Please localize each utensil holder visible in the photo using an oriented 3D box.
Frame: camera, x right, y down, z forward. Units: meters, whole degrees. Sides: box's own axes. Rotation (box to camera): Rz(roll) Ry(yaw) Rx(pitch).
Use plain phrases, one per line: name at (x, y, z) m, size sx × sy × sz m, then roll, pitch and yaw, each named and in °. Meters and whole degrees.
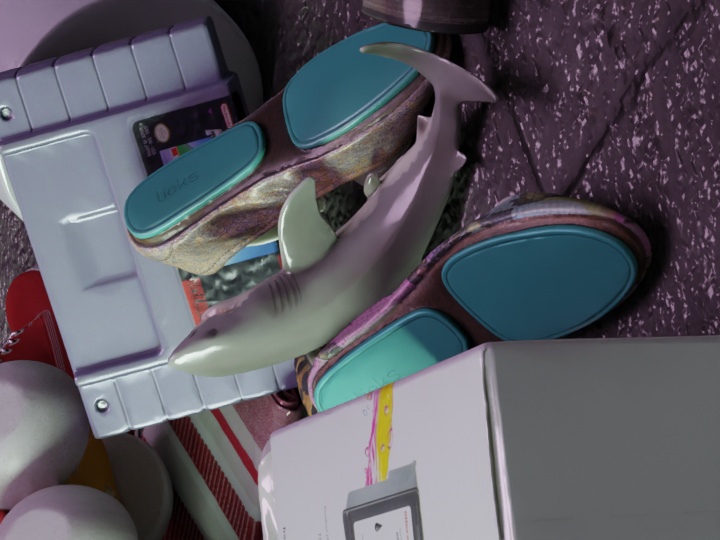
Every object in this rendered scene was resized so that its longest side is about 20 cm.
utensil holder at (-0.166, -0.120, 1.670) m, size 0.200 × 0.170 × 0.170 m, roll 43°, pitch 129°, yaw 53°

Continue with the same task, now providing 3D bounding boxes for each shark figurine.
shark figurine at (0.019, -0.012, 1.422) m, size 0.214 × 0.128 × 0.090 m, roll -51°, pitch 57°, yaw 23°

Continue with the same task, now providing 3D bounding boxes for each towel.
towel at (-0.083, 0.111, 1.682) m, size 0.144 × 0.023 × 0.200 m, roll 55°, pitch 140°, yaw 45°

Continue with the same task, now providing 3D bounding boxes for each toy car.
toy car at (-0.178, 0.159, 1.632) m, size 0.200 × 0.150 × 0.175 m, roll 65°, pitch -172°, yaw 32°

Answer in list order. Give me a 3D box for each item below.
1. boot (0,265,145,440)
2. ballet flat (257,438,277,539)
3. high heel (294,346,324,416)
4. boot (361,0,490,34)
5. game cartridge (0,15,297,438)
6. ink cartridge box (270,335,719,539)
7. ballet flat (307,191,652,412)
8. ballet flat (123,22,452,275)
boot at (-0.217, 0.058, 1.810) m, size 0.200 × 0.144 × 0.072 m, roll -130°, pitch 43°, yaw -53°
ballet flat at (-0.013, 0.174, 1.505) m, size 0.069 × 0.069 × 0.200 m, roll -21°, pitch 72°, yaw 62°
high heel at (0.008, 0.128, 1.433) m, size 0.200 × 0.071 × 0.143 m, roll 40°, pitch 121°, yaw 45°
boot at (0.016, -0.212, 1.418) m, size 0.200 × 0.069 × 0.174 m, roll 24°, pitch 113°, yaw 50°
game cartridge at (-0.106, -0.021, 1.549) m, size 0.038 × 0.130 × 0.200 m, roll -64°, pitch -42°, yaw -72°
ink cartridge box at (0.074, 0.116, 1.221) m, size 0.200 × 0.147 × 0.146 m, roll -26°, pitch 67°, yaw 61°
ballet flat at (0.054, 0.009, 1.335) m, size 0.200 × 0.069 × 0.071 m, roll -35°, pitch 17°, yaw 38°
ballet flat at (-0.025, -0.058, 1.481) m, size 0.200 × 0.067 × 0.068 m, roll -28°, pitch 46°, yaw 24°
